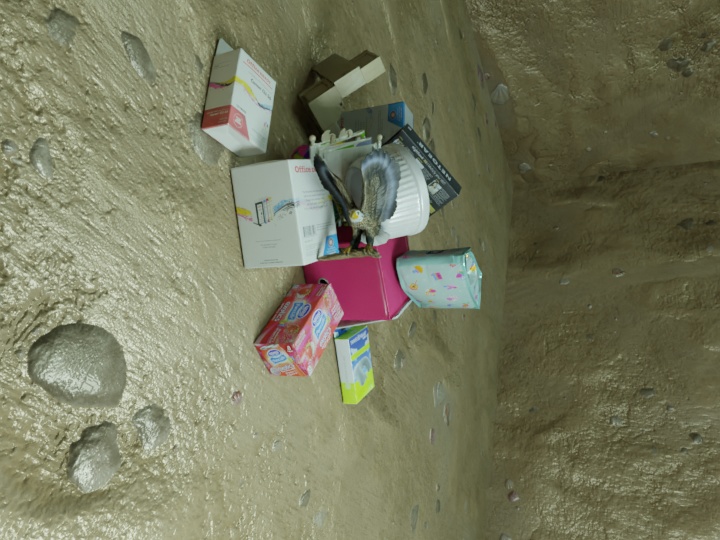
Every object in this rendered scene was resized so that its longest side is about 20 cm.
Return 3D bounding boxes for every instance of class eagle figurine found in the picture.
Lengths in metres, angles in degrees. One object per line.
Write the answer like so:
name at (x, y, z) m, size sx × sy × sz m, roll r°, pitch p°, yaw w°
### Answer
eagle figurine at (-0.004, -0.122, 1.004) m, size 0.151 × 0.151 × 0.201 m, roll -5°, pitch 92°, yaw -22°

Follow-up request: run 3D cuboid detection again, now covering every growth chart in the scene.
growth chart at (-0.030, -0.240, 1.162) m, size 0.200 × 0.018 × 0.145 m, roll -13°, pitch 126°, yaw -34°

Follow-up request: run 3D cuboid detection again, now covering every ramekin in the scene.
ramekin at (0.049, -0.160, 1.133) m, size 0.105 × 0.200 × 0.201 m, roll -20°, pitch 110°, yaw -20°

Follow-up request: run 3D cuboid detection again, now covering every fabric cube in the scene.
fabric cube at (0.000, 0.000, 1.299) m, size 0.200 × 0.199 × 0.197 m, roll -37°, pitch 121°, yaw -59°

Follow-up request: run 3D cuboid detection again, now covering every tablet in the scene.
tablet at (0.025, 0.106, 1.335) m, size 0.130 × 0.200 × 0.014 m, roll -39°, pitch 112°, yaw -59°

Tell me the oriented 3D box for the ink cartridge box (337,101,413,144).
ink cartridge box at (0.034, -0.349, 1.412) m, size 0.085 × 0.200 × 0.145 m, roll 21°, pitch 69°, yaw -66°

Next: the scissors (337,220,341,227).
scissors at (-0.057, -0.176, 1.411) m, size 0.073 × 0.014 × 0.200 m, roll -46°, pitch 126°, yaw -58°

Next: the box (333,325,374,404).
box at (-0.016, 0.235, 1.411) m, size 0.122 × 0.048 × 0.201 m, roll -26°, pitch 111°, yaw -62°

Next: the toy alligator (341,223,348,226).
toy alligator at (-0.016, -0.067, 1.445) m, size 0.054 × 0.059 × 0.201 m, roll -164°, pitch -113°, yaw -75°

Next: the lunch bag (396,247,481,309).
lunch bag at (0.190, 0.010, 1.267) m, size 0.200 × 0.170 × 0.122 m, roll 48°, pitch 46°, yaw -55°

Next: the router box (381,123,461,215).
router box at (0.113, -0.215, 1.252) m, size 0.200 × 0.157 × 0.052 m, roll 47°, pitch 35°, yaw -12°

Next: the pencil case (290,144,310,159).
pencil case at (-0.075, -0.235, 1.231) m, size 0.200 × 0.088 × 0.089 m, roll -4°, pitch 91°, yaw -57°

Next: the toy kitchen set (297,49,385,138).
toy kitchen set at (-0.036, -0.422, 1.328) m, size 0.181 × 0.200 × 0.163 m, roll 58°, pitch -3°, yaw -40°

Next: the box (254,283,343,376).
box at (-0.126, 0.122, 1.140) m, size 0.200 × 0.099 × 0.096 m, roll -60°, pitch 139°, yaw -47°

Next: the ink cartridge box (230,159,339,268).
ink cartridge box at (-0.148, -0.116, 1.069) m, size 0.147 × 0.144 × 0.201 m, roll -21°, pitch 106°, yaw -62°

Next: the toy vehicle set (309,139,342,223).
toy vehicle set at (-0.095, -0.206, 1.310) m, size 0.124 × 0.026 × 0.200 m, roll -54°, pitch 133°, yaw -45°

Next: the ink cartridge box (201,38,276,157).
ink cartridge box at (-0.227, -0.336, 1.023) m, size 0.116 × 0.067 × 0.201 m, roll 31°, pitch 59°, yaw -59°
